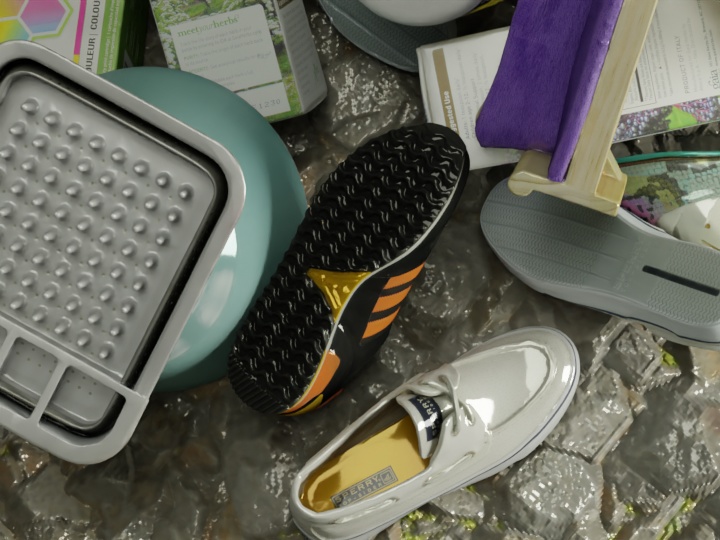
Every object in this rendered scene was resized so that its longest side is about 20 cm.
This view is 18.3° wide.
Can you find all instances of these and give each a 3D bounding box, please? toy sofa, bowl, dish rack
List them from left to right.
[{"bbox_3d":[-0.169,-0.012,1.252,0.171,0.044,0.201,28,101,3],"label":"dish rack"},{"bbox_3d":[-0.136,-0.017,1.322,0.199,0.105,0.203,1,99,8],"label":"bowl"},{"bbox_3d":[0.128,-0.140,1.250,0.097,0.083,0.202,18,106,4],"label":"toy sofa"}]

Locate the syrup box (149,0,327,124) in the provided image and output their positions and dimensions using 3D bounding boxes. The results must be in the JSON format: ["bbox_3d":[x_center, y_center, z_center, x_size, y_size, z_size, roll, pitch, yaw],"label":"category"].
[{"bbox_3d":[-0.088,-0.190,1.376,0.078,0.081,0.202,-12,101,14],"label":"syrup box"}]

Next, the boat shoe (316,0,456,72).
[{"bbox_3d":[-0.011,-0.212,1.433,0.200,0.067,0.074,44,116,-4],"label":"boat shoe"}]

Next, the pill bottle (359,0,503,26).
[{"bbox_3d":[0.070,-0.217,1.354,0.112,0.200,0.114,8,108,25],"label":"pill bottle"}]

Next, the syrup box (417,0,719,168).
[{"bbox_3d":[0.137,-0.116,1.361,0.198,0.079,0.082,-12,92,2],"label":"syrup box"}]

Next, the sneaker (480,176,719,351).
[{"bbox_3d":[0.158,0.003,1.344,0.199,0.071,0.073,29,80,37],"label":"sneaker"}]

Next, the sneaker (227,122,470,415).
[{"bbox_3d":[0.000,0.000,1.332,0.070,0.090,0.201,37,95,20],"label":"sneaker"}]

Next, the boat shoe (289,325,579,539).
[{"bbox_3d":[0.043,0.093,1.321,0.199,0.070,0.071,-30,70,-4],"label":"boat shoe"}]

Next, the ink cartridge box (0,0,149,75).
[{"bbox_3d":[-0.243,-0.145,1.435,0.198,0.076,0.149,2,71,6],"label":"ink cartridge box"}]

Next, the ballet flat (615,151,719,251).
[{"bbox_3d":[0.242,-0.041,1.350,0.198,0.069,0.072,-6,75,0],"label":"ballet flat"}]
